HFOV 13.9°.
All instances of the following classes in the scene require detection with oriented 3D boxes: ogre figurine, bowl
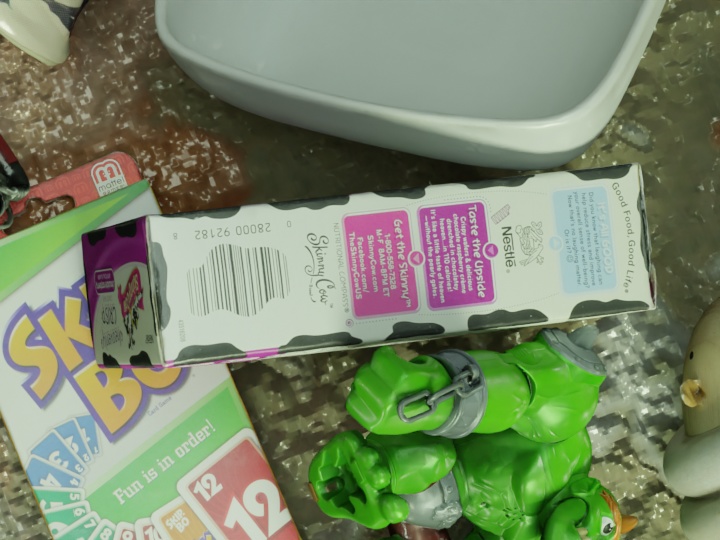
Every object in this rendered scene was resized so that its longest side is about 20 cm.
[{"bbox_3d":[0.040,0.089,1.174,0.120,0.098,0.201,-24,124,-25],"label":"ogre figurine"},{"bbox_3d":[0.034,-0.127,1.209,0.199,0.075,0.200,13,60,17],"label":"bowl"}]

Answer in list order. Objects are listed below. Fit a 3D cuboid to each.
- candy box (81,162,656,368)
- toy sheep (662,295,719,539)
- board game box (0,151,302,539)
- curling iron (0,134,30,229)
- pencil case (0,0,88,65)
[{"bbox_3d":[0.000,0.000,1.175,0.199,0.136,0.061,-7,90,-15],"label":"candy box"},{"bbox_3d":[0.199,0.095,1.202,0.138,0.138,0.200,-33,91,-9],"label":"toy sheep"},{"bbox_3d":[-0.100,0.055,1.231,0.095,0.030,0.201,-23,83,-8],"label":"board game box"},{"bbox_3d":[-0.197,-0.104,1.235,0.026,0.050,0.200,-36,77,19],"label":"curling iron"},{"bbox_3d":[-0.104,-0.181,1.210,0.078,0.089,0.200,37,99,17],"label":"pencil case"}]
